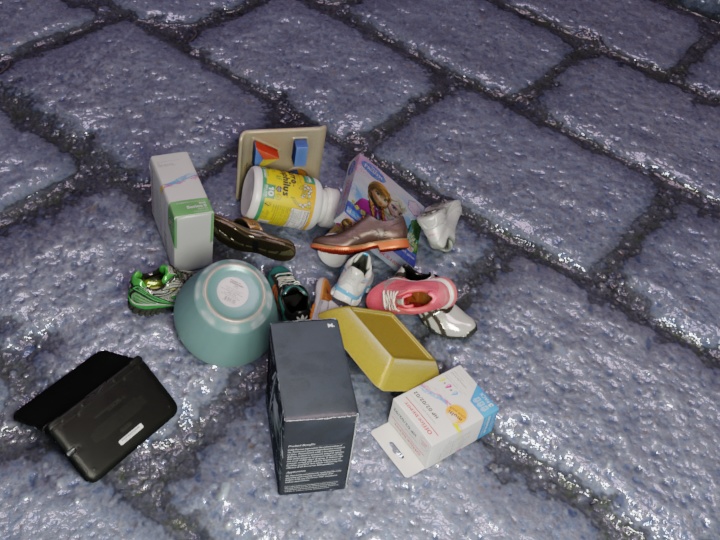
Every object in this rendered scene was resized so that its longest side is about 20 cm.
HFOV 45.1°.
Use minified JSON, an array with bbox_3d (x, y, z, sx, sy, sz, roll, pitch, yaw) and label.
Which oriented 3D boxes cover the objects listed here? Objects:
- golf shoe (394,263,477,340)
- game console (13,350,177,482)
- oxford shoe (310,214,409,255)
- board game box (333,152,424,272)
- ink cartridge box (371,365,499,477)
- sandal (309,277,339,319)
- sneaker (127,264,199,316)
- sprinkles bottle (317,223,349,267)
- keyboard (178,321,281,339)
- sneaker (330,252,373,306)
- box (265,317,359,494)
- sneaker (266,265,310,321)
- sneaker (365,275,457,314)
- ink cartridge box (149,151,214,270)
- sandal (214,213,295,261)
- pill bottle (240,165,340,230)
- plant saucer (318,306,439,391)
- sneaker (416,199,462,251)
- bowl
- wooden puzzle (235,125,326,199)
[{"bbox_3d":[0.145,0.061,1.707,0.198,0.096,0.078,28,44,16],"label":"golf shoe"},{"bbox_3d":[-0.441,0.238,1.456,0.177,0.116,0.200,51,50,-2],"label":"game console"},{"bbox_3d":[-0.003,-0.071,1.719,0.195,0.071,0.074,-4,86,-6],"label":"oxford shoe"},{"bbox_3d":[0.044,-0.120,1.838,0.199,0.041,0.202,37,40,-22],"label":"board game box"},{"bbox_3d":[0.129,0.260,1.511,0.197,0.069,0.115,-22,52,-30],"label":"ink cartridge box"},{"bbox_3d":[-0.055,0.081,1.645,0.058,0.080,0.209,-15,40,14],"label":"sandal"},{"bbox_3d":[-0.341,0.031,1.645,0.196,0.086,0.079,-9,46,-21],"label":"sneaker"},{"bbox_3d":[-0.022,-0.088,1.841,0.067,0.069,0.201,21,40,12],"label":"sprinkles bottle"},{"bbox_3d":[-0.242,0.113,1.633,0.195,0.011,0.057,2,43,-10],"label":"keyboard"},{"bbox_3d":[0.000,0.000,1.710,0.074,0.088,0.200,26,19,-2],"label":"sneaker"},{"bbox_3d":[-0.084,0.221,1.414,0.121,0.199,0.202,-2,43,-13],"label":"box"},{"bbox_3d":[-0.133,0.046,1.671,0.070,0.081,0.201,-6,41,-20],"label":"sneaker"},{"bbox_3d":[0.082,0.049,1.655,0.197,0.075,0.086,-9,3,34],"label":"sneaker"},{"bbox_3d":[-0.363,-0.120,1.755,0.086,0.147,0.201,-12,47,-23],"label":"ink cartridge box"},{"bbox_3d":[-0.223,-0.078,1.782,0.196,0.082,0.055,16,57,0],"label":"sandal"},{"bbox_3d":[-0.146,-0.148,1.841,0.196,0.114,0.114,10,40,-22],"label":"pill bottle"},{"bbox_3d":[0.046,0.133,1.572,0.198,0.049,0.200,11,29,-52],"label":"plant saucer"},{"bbox_3d":[0.179,-0.094,1.899,0.077,0.101,0.200,-11,11,27],"label":"sneaker"},{"bbox_3d":[-0.235,0.062,1.573,0.197,0.105,0.205,8,63,-16],"label":"bowl"},{"bbox_3d":[-0.170,-0.225,1.876,0.196,0.187,0.047,-9,50,-20],"label":"wooden puzzle"}]
